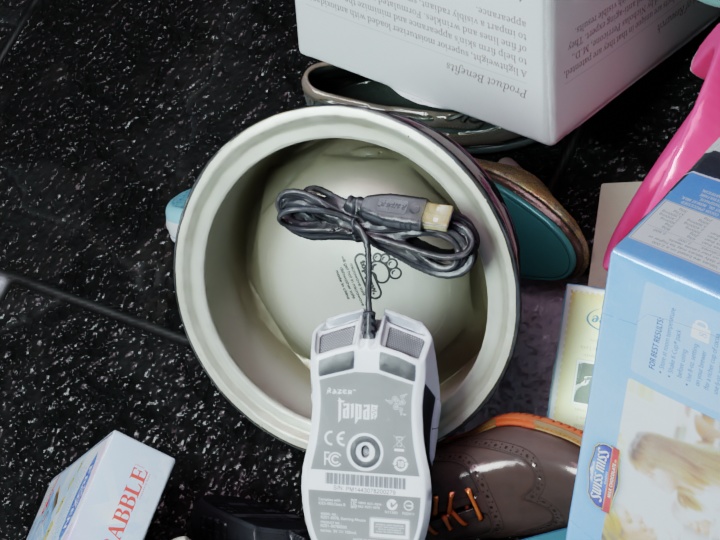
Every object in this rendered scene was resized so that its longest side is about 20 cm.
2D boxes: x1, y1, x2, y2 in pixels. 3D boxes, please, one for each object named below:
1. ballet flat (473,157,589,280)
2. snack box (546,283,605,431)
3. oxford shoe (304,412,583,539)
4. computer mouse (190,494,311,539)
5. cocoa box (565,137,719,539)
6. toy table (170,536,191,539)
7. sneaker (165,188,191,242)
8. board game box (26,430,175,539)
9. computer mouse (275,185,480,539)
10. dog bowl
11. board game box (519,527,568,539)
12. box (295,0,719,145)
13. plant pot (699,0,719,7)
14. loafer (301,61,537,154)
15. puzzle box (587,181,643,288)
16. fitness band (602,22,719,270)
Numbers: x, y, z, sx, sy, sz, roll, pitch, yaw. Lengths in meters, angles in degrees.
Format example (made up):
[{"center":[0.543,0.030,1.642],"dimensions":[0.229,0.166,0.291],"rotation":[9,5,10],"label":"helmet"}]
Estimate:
[{"center":[0.063,-0.048,1.129],"dimensions":[0.199,0.071,0.071],"rotation":[16,70,30],"label":"ballet flat"},{"center":[0.198,0.078,0.978],"dimensions":[0.198,0.037,0.117],"rotation":[9,90,29],"label":"snack box"},{"center":[0.055,0.127,0.994],"dimensions":[0.199,0.072,0.072],"rotation":[-10,22,42],"label":"oxford shoe"},{"center":[-0.031,0.167,1.029],"dimensions":[0.199,0.058,0.034],"rotation":[15,95,51],"label":"computer mouse"},{"center":[0.187,0.062,0.840],"dimensions":[0.133,0.201,0.131],"rotation":[24,42,26],"label":"cocoa box"},{"center":[-0.058,0.243,0.980],"dimensions":[0.199,0.117,0.184],"rotation":[-34,53,5],"label":"toy table"},{"center":[-0.017,0.014,1.104],"dimensions":[0.198,0.132,0.080],"rotation":[3,20,19],"label":"sneaker"},{"center":[-0.180,0.203,1.028],"dimensions":[0.041,0.199,0.201],"rotation":[25,70,-12],"label":"board game box"},{"center":[0.005,0.058,0.954],"dimensions":[0.109,0.044,0.202],"rotation":[4,96,12],"label":"computer mouse"},{"center":[0.000,0.000,1.009],"dimensions":[0.198,0.074,0.202],"rotation":[6,108,18],"label":"dog bowl"},{"center":[0.123,0.194,0.874],"dimensions":[0.151,0.199,0.047],"rotation":[45,123,33],"label":"board game box"},{"center":[0.092,-0.199,1.109],"dimensions":[0.198,0.132,0.200],"rotation":[24,44,33],"label":"box"},{"center":[0.221,-0.234,0.956],"dimensions":[0.161,0.201,0.200],"rotation":[-42,52,-21],"label":"plant pot"},{"center":[0.056,-0.116,1.166],"dimensions":[0.198,0.063,0.072],"rotation":[-7,60,22],"label":"loafer"},{"center":[0.227,0.010,1.036],"dimensions":[0.198,0.025,0.134],"rotation":[-1,62,25],"label":"puzzle box"},{"center":[0.174,-0.060,0.969],"dimensions":[0.037,0.200,0.145],"rotation":[27,89,4],"label":"fitness band"}]
